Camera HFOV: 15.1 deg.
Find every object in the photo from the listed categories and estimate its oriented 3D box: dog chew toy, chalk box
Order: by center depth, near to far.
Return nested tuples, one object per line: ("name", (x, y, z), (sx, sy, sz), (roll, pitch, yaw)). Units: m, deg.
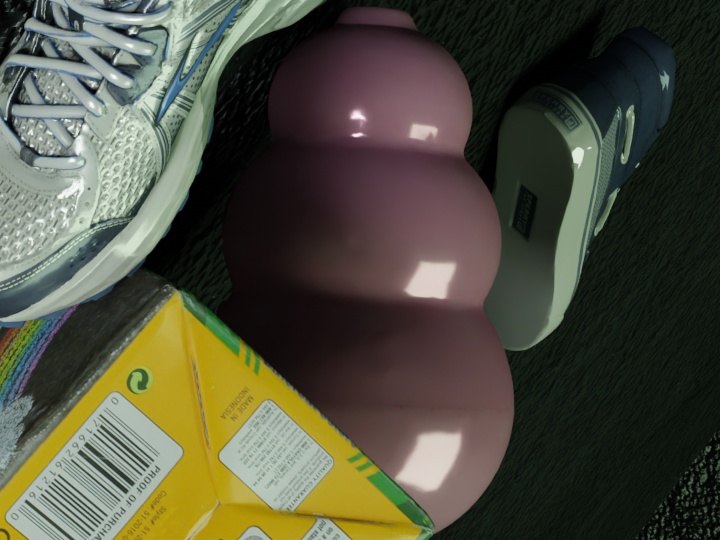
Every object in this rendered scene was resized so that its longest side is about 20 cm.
("chalk box", (-0.091, 0.069, 0.901), (0.125, 0.124, 0.200), (-48, -157, -7))
("dog chew toy", (0.000, 0.000, 1.035), (0.125, 0.124, 0.200), (7, 87, -73))

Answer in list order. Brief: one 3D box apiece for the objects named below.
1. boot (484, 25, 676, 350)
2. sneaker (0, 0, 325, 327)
("boot", (0.112, -0.039, 1.424), (0.090, 0.073, 0.200), (-35, 159, -29))
("sneaker", (-0.074, -0.076, 0.807), (0.200, 0.077, 0.085), (-56, 157, -9))
